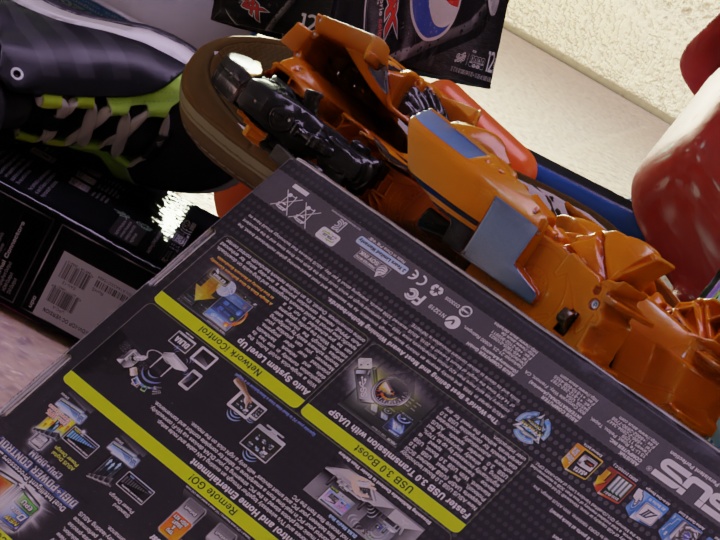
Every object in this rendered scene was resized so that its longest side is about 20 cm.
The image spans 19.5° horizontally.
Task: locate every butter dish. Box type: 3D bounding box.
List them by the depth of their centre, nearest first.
[{"bbox_3d":[0.191,-0.010,0.962,0.200,0.148,0.199,50,-9,2],"label":"butter dish"}]

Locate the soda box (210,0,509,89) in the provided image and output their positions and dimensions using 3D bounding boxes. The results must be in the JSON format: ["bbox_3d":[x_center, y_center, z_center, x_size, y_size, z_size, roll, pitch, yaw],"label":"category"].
[{"bbox_3d":[0.007,-0.136,1.051,0.070,0.064,0.200,13,5,25],"label":"soda box"}]

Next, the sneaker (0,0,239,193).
[{"bbox_3d":[-0.137,-0.070,0.865,0.199,0.072,0.083,24,37,-15],"label":"sneaker"}]

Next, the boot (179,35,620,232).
[{"bbox_3d":[0.000,0.000,0.876,0.199,0.155,0.072,29,53,0],"label":"boot"}]

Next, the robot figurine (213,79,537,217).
[{"bbox_3d":[0.010,-0.023,1.004,0.200,0.144,0.117,40,8,14],"label":"robot figurine"}]

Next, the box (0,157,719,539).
[{"bbox_3d":[-0.002,0.076,0.586,0.200,0.160,0.044,35,-25,28],"label":"box"}]

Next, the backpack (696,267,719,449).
[{"bbox_3d":[0.154,0.091,0.741,0.134,0.201,0.183,25,13,-16],"label":"backpack"}]

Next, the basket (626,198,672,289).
[{"bbox_3d":[0.253,0.016,1.324,0.199,0.140,0.176,0,-6,36],"label":"basket"}]

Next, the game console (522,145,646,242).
[{"bbox_3d":[0.074,-0.018,1.140,0.199,0.171,0.118,28,37,19],"label":"game console"}]

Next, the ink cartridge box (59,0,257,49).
[{"bbox_3d":[-0.118,-0.172,1.127,0.144,0.148,0.200,28,-16,-10],"label":"ink cartridge box"}]

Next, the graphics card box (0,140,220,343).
[{"bbox_3d":[-0.143,-0.027,0.895,0.199,0.051,0.126,27,13,-4],"label":"graphics card box"}]

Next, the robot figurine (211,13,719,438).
[{"bbox_3d":[0.037,-0.020,0.708,0.200,0.058,0.145,41,7,38],"label":"robot figurine"}]
